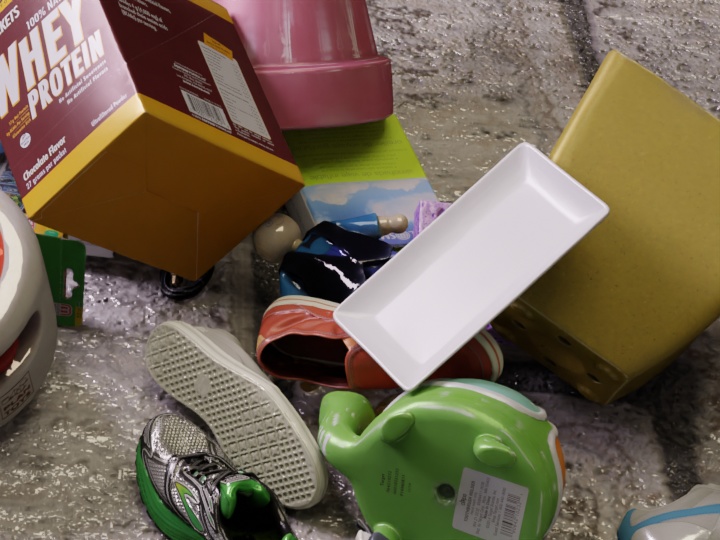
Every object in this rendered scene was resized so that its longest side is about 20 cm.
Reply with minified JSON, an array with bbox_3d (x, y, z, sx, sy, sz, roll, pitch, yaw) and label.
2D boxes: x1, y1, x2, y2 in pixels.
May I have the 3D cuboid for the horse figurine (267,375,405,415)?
[{"bbox_3d":[0.017,0.070,1.724,0.198,0.050,0.133,19,43,19],"label":"horse figurine"}]

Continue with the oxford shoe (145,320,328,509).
[{"bbox_3d":[-0.085,0.104,1.647,0.057,0.076,0.200,3,31,-50],"label":"oxford shoe"}]

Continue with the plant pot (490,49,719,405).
[{"bbox_3d":[0.204,-0.013,1.710,0.195,0.194,0.201,36,75,5],"label":"plant pot"}]

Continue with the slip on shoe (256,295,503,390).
[{"bbox_3d":[0.012,0.064,1.644,0.198,0.075,0.061,7,40,20],"label":"slip on shoe"}]

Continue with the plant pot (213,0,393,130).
[{"bbox_3d":[-0.072,-0.219,1.909,0.198,0.181,0.200,-2,9,0],"label":"plant pot"}]

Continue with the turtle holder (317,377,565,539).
[{"bbox_3d":[0.061,0.146,1.586,0.184,0.142,0.132,-13,13,27],"label":"turtle holder"}]

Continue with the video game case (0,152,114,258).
[{"bbox_3d":[-0.273,-0.090,1.863,0.179,0.036,0.201,6,37,6],"label":"video game case"}]

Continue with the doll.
[{"bbox_3d":[0.000,0.000,1.728,0.199,0.049,0.137,20,54,29],"label":"doll"}]

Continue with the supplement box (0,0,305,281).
[{"bbox_3d":[-0.181,-0.130,1.732,0.197,0.133,0.201,22,35,-50],"label":"supplement box"}]

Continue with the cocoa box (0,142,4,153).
[{"bbox_3d":[-0.394,-0.158,1.815,0.198,0.134,0.131,-20,39,-16],"label":"cocoa box"}]

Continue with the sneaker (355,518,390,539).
[{"bbox_3d":[0.044,0.223,1.485,0.197,0.080,0.131,-12,66,-12],"label":"sneaker"}]

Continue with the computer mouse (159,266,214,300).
[{"bbox_3d":[-0.151,-0.047,1.849,0.058,0.034,0.201,3,38,-10],"label":"computer mouse"}]

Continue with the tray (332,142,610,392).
[{"bbox_3d":[0.082,-0.001,1.600,0.200,0.022,0.107,-41,49,-7],"label":"tray"}]

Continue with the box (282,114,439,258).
[{"bbox_3d":[0.002,-0.057,1.884,0.121,0.048,0.201,-6,41,-18],"label":"box"}]

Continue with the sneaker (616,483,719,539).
[{"bbox_3d":[0.285,0.191,1.609,0.198,0.077,0.081,-8,39,-25],"label":"sneaker"}]

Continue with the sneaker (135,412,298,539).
[{"bbox_3d":[-0.093,0.163,1.550,0.078,0.086,0.200,-17,44,-31],"label":"sneaker"}]

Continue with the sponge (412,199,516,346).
[{"bbox_3d":[0.140,0.009,1.801,0.198,0.030,0.113,8,61,-11],"label":"sponge"}]

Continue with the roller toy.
[{"bbox_3d":[-0.317,0.033,1.602,0.180,0.140,0.202,-4,60,-2],"label":"roller toy"}]

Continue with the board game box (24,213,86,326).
[{"bbox_3d":[-0.312,-0.012,1.715,0.198,0.096,0.030,12,43,3],"label":"board game box"}]
